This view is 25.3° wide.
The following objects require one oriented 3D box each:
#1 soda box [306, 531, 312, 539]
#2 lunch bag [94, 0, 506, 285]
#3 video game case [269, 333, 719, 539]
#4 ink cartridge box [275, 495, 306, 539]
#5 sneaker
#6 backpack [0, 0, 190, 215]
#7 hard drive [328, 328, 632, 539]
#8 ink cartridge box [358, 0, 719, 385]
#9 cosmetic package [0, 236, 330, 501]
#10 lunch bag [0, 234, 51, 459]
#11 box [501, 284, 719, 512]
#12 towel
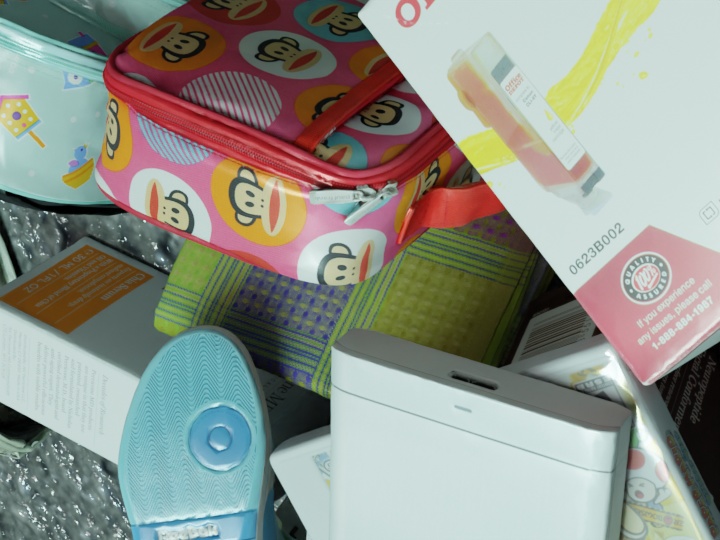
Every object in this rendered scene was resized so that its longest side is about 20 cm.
[{"bbox_3d":[0.009,0.184,0.842,0.063,0.068,0.201,19,123,21],"label":"soda box"},{"bbox_3d":[-0.007,-0.071,0.746,0.176,0.200,0.082,24,127,18],"label":"lunch bag"},{"bbox_3d":[0.073,0.135,0.718,0.199,0.023,0.183,-22,99,37],"label":"video game case"},{"bbox_3d":[0.040,0.142,0.900,0.145,0.084,0.200,41,129,8],"label":"ink cartridge box"},{"bbox_3d":[-0.070,0.128,0.846,0.079,0.131,0.201,0,90,11],"label":"sneaker"},{"bbox_3d":[-0.163,-0.111,0.831,0.175,0.200,0.154,31,111,19],"label":"backpack"},{"bbox_3d":[0.046,0.134,0.704,0.131,0.027,0.201,15,120,26],"label":"hard drive"},{"bbox_3d":[0.115,-0.080,0.642,0.145,0.083,0.200,-45,74,33],"label":"ink cartridge box"},{"bbox_3d":[-0.121,0.063,0.957,0.199,0.101,0.072,24,125,21],"label":"cosmetic package"},{"bbox_3d":[-0.308,0.045,1.068,0.163,0.118,0.201,-5,116,35],"label":"lunch bag"},{"bbox_3d":[0.150,0.105,0.764,0.075,0.100,0.200,-24,115,40],"label":"box"},{"bbox_3d":[0.000,0.000,0.834,0.199,0.144,0.023,17,161,25],"label":"towel"}]
